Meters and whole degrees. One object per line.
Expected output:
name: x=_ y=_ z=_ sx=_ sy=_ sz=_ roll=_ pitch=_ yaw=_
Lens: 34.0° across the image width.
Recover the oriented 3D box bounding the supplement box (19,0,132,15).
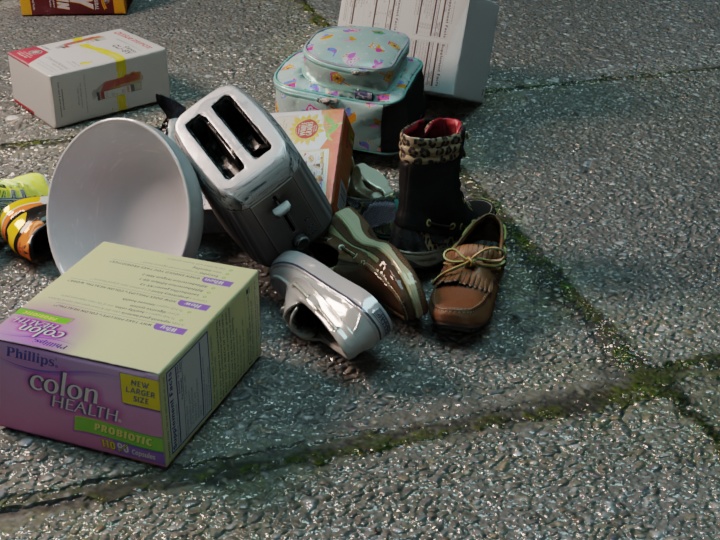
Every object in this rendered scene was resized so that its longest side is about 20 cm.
supplement box: x=-0.546 y=-0.587 z=2.279 sx=0.198 sy=0.134 sz=0.198 roll=-1 pitch=28 yaw=-2

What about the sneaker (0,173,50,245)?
sneaker: x=-0.427 y=-0.079 z=1.387 sx=0.075 sy=0.077 sz=0.200 roll=6 pitch=27 yaw=15

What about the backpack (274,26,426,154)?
backpack: x=-0.022 y=-0.248 z=1.617 sx=0.198 sy=0.155 sz=0.176 roll=1 pitch=32 yaw=16

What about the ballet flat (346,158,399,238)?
ballet flat: x=-0.010 y=-0.106 z=1.448 sx=0.072 sy=0.073 sz=0.200 roll=-19 pitch=33 yaw=-32

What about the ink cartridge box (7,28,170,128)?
ink cartridge box: x=-0.410 y=-0.296 z=1.787 sx=0.199 sy=0.084 sz=0.145 roll=-21 pitch=34 yaw=-34

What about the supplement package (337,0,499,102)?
supplement package: x=0.083 y=-0.345 z=1.764 sx=0.198 sy=0.152 sz=0.152 roll=13 pitch=8 yaw=22

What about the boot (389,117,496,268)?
boot: x=0.099 y=-0.096 z=1.335 sx=0.073 sy=0.152 sz=0.199 roll=18 pitch=26 yaw=35

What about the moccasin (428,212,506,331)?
moccasin: x=0.119 y=-0.001 z=1.240 sx=0.073 sy=0.078 sz=0.201 roll=11 pitch=30 yaw=20

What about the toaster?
toaster: x=-0.122 y=-0.110 z=1.275 sx=0.113 sy=0.129 sz=0.200 roll=-35 pitch=58 yaw=-6

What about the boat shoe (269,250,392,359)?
boat shoe: x=-0.047 y=0.039 z=1.183 sx=0.066 sy=0.072 sz=0.199 roll=-39 pitch=38 yaw=-18

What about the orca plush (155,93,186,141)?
orca plush: x=-0.254 y=-0.103 z=1.341 sx=0.070 sy=0.202 sz=0.105 roll=10 pitch=-4 yaw=3

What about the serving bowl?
serving bowl: x=-0.240 y=-0.058 z=1.247 sx=0.199 sy=0.202 sz=0.066 roll=17 pitch=9 yaw=28

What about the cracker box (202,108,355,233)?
cracker box: x=-0.113 y=-0.116 z=1.386 sx=0.198 sy=0.058 sz=0.135 roll=-1 pitch=61 yaw=15

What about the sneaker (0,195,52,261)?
sneaker: x=-0.313 y=-0.059 z=1.367 sx=0.199 sy=0.071 sz=0.090 roll=-21 pitch=40 yaw=-26

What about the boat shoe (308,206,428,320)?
boat shoe: x=0.002 y=0.005 z=1.254 sx=0.074 sy=0.075 sz=0.202 roll=-28 pitch=32 yaw=-11

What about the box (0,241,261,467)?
box: x=-0.210 y=0.070 z=1.088 sx=0.174 sy=0.098 sz=0.200 roll=10 pitch=29 yaw=17
